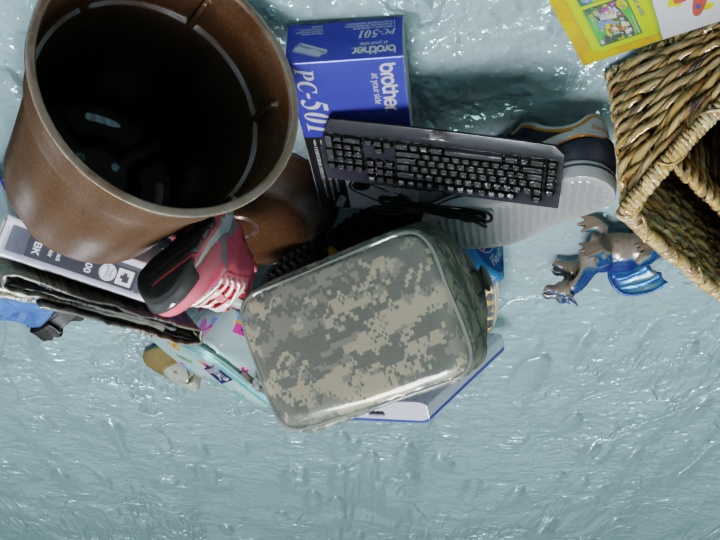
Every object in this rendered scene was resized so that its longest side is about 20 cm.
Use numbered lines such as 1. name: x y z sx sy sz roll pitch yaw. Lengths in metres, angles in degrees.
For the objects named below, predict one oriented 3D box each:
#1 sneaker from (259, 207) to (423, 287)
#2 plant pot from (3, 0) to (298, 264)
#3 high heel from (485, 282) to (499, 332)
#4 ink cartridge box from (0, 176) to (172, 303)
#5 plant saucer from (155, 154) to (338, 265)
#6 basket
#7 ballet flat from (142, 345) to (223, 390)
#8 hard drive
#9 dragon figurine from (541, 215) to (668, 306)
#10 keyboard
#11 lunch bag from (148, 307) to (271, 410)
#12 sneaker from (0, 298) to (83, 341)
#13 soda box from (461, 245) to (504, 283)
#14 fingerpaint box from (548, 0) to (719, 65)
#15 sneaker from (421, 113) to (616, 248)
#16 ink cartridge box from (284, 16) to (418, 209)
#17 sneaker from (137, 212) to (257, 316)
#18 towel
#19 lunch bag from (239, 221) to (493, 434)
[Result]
1. sneaker: 0.000 0.000 0.966 0.199 0.070 0.090 -26 141 6
2. plant pot: -0.180 -0.103 0.735 0.199 0.201 0.198 19 153 -26
3. high heel: 0.075 0.040 1.056 0.142 0.072 0.200 -2 159 -5
4. ink cartridge box: -0.252 -0.024 0.898 0.199 0.044 0.198 20 -174 -28
5. plant saucer: -0.121 -0.056 0.951 0.199 0.037 0.201 2 150 1
6. basket: 0.304 -0.085 0.753 0.142 0.150 0.200 -23 140 37
7. ballet flat: -0.200 0.126 1.238 0.199 0.063 0.069 -8 148 18
8. hard drive: 0.067 0.120 1.092 0.131 0.026 0.200 -4 -164 34
9. dragon figurine: 0.278 -0.014 0.964 0.199 0.059 0.100 -9 148 20
10. keyboard: 0.067 -0.074 0.793 0.199 0.021 0.127 9 151 13
11. lunch bag: -0.158 0.083 1.058 0.199 0.077 0.160 19 157 47
12. sneaker: -0.403 0.045 1.104 0.199 0.077 0.111 -21 134 24
13. soda box: 0.057 0.004 1.003 0.064 0.068 0.200 25 143 -34
14. fingerpaint box: 0.180 -0.237 0.578 0.166 0.074 0.200 -14 146 28
15. sneaker: 0.142 -0.078 0.852 0.199 0.080 0.078 -16 144 42
16. ink cartridge box: -0.002 -0.126 0.810 0.093 0.044 0.200 -3 149 6
17. sneaker: -0.120 0.001 0.791 0.074 0.200 0.087 -33 105 13
18. towel: -0.261 0.016 0.890 0.192 0.035 0.200 21 -175 -30
19. lunch bag: 0.012 0.047 0.842 0.199 0.140 0.168 -23 175 18
